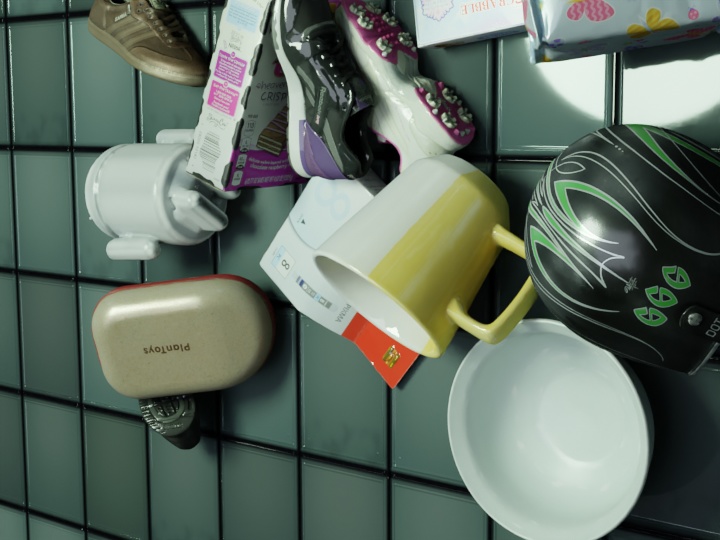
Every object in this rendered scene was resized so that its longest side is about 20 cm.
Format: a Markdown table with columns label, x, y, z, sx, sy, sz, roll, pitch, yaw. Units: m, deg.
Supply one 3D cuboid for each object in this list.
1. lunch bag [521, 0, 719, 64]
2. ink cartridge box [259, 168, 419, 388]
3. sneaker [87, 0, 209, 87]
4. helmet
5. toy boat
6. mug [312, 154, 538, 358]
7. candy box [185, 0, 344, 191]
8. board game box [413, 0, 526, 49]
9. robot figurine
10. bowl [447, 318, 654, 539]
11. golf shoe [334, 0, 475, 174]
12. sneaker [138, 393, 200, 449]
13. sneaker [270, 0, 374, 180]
| label | x | y | z | sx | sy | sz | roll | pitch | yaw |
| --- | --- | --- | --- | --- | --- | --- | --- | --- | --- |
| lunch bag | 0.201 | -0.280 | 0.954 | 0.169 | 0.127 | 0.201 | -7 | 89 | 6 |
| ink cartridge box | 0.000 | 0.000 | 1.231 | 0.200 | 0.047 | 0.160 | 49 | 121 | 25 |
| sneaker | -0.240 | -0.274 | 1.366 | 0.200 | 0.070 | 0.076 | 32 | 114 | 30 |
| helmet | 0.226 | -0.025 | 0.975 | 0.190 | 0.200 | 0.200 | 33 | 116 | 11 |
| toy boat | -0.192 | 0.061 | 1.346 | 0.199 | 0.131 | 0.131 | -7 | 110 | 8 |
| mug | 0.074 | -0.013 | 1.108 | 0.186 | 0.149 | 0.153 | 38 | 77 | 7 |
| candy box | -0.091 | -0.186 | 1.221 | 0.061 | 0.136 | 0.200 | 27 | 113 | 30 |
| board game box | 0.132 | -0.316 | 1.089 | 0.200 | 0.041 | 0.200 | -3 | 94 | 38 |
| robot figurine | -0.231 | -0.086 | 1.357 | 0.200 | 0.113 | 0.170 | 5 | 62 | 37 |
| bowl | 0.185 | 0.138 | 1.079 | 0.201 | 0.090 | 0.202 | 6 | 99 | 38 |
| golf shoe | 0.024 | -0.178 | 1.174 | 0.092 | 0.075 | 0.200 | -48 | 67 | 35 |
| sneaker | -0.241 | 0.129 | 1.418 | 0.091 | 0.076 | 0.200 | 76 | 171 | -55 |
| sneaker | -0.024 | -0.185 | 1.148 | 0.087 | 0.076 | 0.200 | 10 | 117 | 38 |
